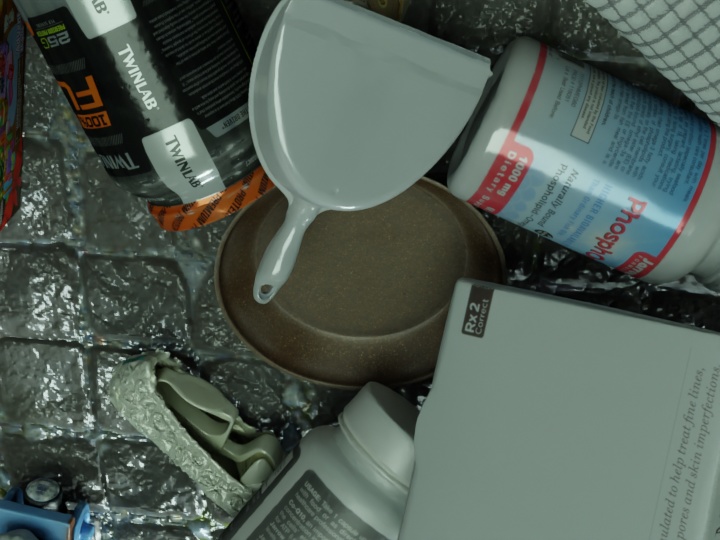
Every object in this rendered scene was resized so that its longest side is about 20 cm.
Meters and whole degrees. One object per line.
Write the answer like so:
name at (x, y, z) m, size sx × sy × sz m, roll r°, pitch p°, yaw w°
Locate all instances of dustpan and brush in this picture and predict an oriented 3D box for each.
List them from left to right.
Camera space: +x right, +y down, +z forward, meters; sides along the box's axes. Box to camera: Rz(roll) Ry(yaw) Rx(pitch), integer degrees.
dustpan and brush at (-0.021, -0.062, 0.780) m, size 0.139 × 0.057 × 0.200 m, roll 17°, pitch 103°, yaw -22°

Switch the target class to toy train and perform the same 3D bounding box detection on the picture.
toy train at (-0.270, 0.267, 1.034) m, size 0.087 × 0.114 × 0.200 m, roll 12°, pitch 119°, yaw 2°

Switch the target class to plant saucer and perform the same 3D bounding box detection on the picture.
plant saucer at (0.000, 0.000, 0.878) m, size 0.200 × 0.037 × 0.201 m, roll 0°, pitch 129°, yaw 0°

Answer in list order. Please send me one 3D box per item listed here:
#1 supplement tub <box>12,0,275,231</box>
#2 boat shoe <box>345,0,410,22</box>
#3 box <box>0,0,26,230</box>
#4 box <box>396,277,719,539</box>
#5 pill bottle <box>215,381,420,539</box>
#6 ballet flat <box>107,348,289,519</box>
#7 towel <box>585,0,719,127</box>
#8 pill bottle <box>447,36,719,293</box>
supplement tub at (-0.129, -0.133, 0.796) m, size 0.122 × 0.123 × 0.200 m, roll -19°, pitch 113°, yaw 18°
boat shoe at (-0.003, -0.167, 0.788) m, size 0.074 × 0.069 × 0.200 m, roll 9°, pitch 119°, yaw 4°
box at (-0.259, -0.103, 0.825) m, size 0.039 × 0.137 × 0.200 m, roll 12°, pitch 119°, yaw 3°
box at (0.149, 0.124, 0.801) m, size 0.200 × 0.131 × 0.199 m, roll 12°, pitch 89°, yaw 37°
pill bottle at (-0.023, 0.184, 0.903) m, size 0.113 × 0.113 × 0.200 m, roll 39°, pitch 98°, yaw -12°
ballet flat at (-0.102, 0.131, 0.956) m, size 0.200 × 0.072 × 0.072 m, roll 40°, pitch 116°, yaw -14°
towel at (0.241, -0.187, 0.713) m, size 0.166 × 0.086 × 0.200 m, roll 36°, pitch 120°, yaw -28°
pill bottle at (0.164, -0.058, 0.797) m, size 0.200 × 0.109 × 0.109 m, roll 24°, pitch 119°, yaw -4°
